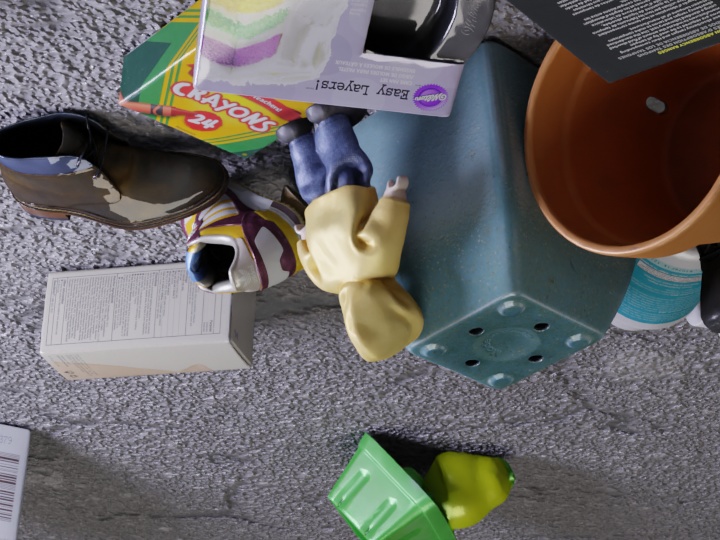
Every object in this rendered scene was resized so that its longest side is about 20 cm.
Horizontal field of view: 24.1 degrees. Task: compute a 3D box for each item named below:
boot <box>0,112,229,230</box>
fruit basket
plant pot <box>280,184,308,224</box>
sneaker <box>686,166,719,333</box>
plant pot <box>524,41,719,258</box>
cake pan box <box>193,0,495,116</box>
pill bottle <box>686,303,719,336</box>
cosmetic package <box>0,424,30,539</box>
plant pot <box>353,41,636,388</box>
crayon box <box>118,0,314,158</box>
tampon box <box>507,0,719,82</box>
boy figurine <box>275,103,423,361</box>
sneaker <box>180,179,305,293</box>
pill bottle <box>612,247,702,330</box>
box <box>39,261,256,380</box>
[{"bbox_3d":[-0.217,-0.085,1.431,0.199,0.075,0.097,-2,156,13],"label":"boot"},{"bbox_3d":[0.083,0.277,2.115,0.215,0.155,0.216,-34,150,-23],"label":"fruit basket"},{"bbox_3d":[0.000,0.000,1.484,0.027,0.200,0.200,-47,141,3],"label":"plant pot"},{"bbox_3d":[0.287,-0.045,1.342,0.091,0.201,0.076,25,151,-21],"label":"sneaker"},{"bbox_3d":[0.239,-0.100,1.244,0.140,0.201,0.200,11,155,-43],"label":"plant pot"},{"bbox_3d":[-0.008,-0.196,1.156,0.199,0.052,0.185,6,136,-10],"label":"cake pan box"},{"bbox_3d":[0.406,0.027,1.564,0.199,0.113,0.113,8,153,-11],"label":"pill bottle"},{"bbox_3d":[-0.526,0.289,2.114,0.164,0.165,0.200,14,150,-22],"label":"cosmetic package"},{"bbox_3d":[0.105,-0.024,1.359,0.196,0.201,0.196,25,139,-39],"label":"plant pot"},{"bbox_3d":[-0.079,-0.162,1.291,0.127,0.051,0.200,22,147,-33],"label":"crayon box"},{"bbox_3d":[0.148,-0.235,1.011,0.126,0.150,0.200,-18,148,36],"label":"tampon box"},{"bbox_3d":[-0.001,-0.031,1.288,0.064,0.201,0.124,-6,162,-44],"label":"boy figurine"},{"bbox_3d":[-0.124,-0.027,1.456,0.090,0.075,0.200,-26,-160,-27],"label":"sneaker"},{"bbox_3d":[0.263,-0.018,1.487,0.110,0.111,0.200,5,153,-6],"label":"pill bottle"},{"bbox_3d":[-0.210,0.050,1.685,0.199,0.095,0.078,-3,155,13],"label":"box"}]
